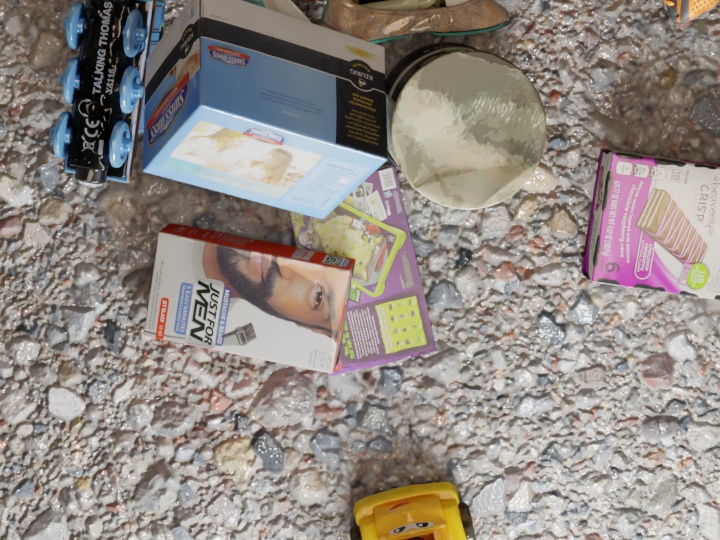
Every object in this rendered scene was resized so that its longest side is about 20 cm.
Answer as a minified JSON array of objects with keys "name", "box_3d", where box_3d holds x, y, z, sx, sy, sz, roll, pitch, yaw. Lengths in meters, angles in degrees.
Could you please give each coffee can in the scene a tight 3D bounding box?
[{"name":"coffee can","box_3d":[0.094,-0.144,1.587,0.145,0.200,0.148,-1,100,-3]}]

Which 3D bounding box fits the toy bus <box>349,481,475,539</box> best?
[{"name":"toy bus","box_3d":[0.066,0.339,1.672,0.134,0.192,0.202,-11,98,1]}]

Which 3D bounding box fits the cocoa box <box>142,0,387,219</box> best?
[{"name":"cocoa box","box_3d":[-0.089,-0.152,1.534,0.199,0.133,0.132,14,59,-27]}]

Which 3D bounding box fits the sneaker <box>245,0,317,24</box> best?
[{"name":"sneaker","box_3d":[-0.120,-0.258,1.623,0.093,0.070,0.200,-44,102,0]}]

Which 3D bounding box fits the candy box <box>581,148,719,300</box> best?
[{"name":"candy box","box_3d":[0.338,-0.044,1.687,0.198,0.061,0.138,7,98,-5]}]

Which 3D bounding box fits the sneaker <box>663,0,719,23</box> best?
[{"name":"sneaker","box_3d":[0.287,-0.301,1.620,0.198,0.078,0.113,9,131,29]}]

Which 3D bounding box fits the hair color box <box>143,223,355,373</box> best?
[{"name":"hair color box","box_3d":[-0.112,0.027,1.660,0.198,0.064,0.112,10,101,3]}]

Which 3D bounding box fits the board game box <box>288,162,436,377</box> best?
[{"name":"board game box","box_3d":[0.000,0.000,1.694,0.119,0.032,0.202,-13,100,-4]}]

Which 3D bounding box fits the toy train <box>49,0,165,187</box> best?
[{"name":"toy train","box_3d":[-0.245,-0.183,1.607,0.086,0.114,0.202,10,99,8]}]

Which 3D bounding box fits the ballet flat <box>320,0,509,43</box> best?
[{"name":"ballet flat","box_3d":[0.058,-0.263,1.611,0.198,0.068,0.068,-11,120,-20]}]
